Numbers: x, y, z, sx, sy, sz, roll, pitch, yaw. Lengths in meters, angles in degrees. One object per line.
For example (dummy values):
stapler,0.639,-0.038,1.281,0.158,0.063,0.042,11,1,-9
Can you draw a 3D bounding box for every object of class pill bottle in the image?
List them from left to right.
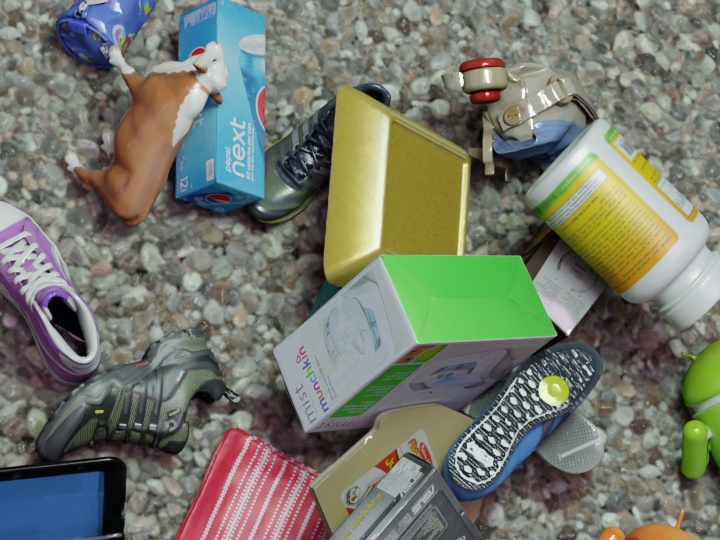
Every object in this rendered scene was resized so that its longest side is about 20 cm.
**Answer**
pill bottle,0.265,-0.040,1.694,0.200,0.111,0.111,44,71,0

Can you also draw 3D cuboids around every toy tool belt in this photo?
toy tool belt,0.167,-0.146,1.793,0.199,0.124,0.124,1,83,-59

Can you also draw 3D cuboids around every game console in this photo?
game console,-0.308,0.273,1.594,0.198,0.116,0.178,-4,77,-14

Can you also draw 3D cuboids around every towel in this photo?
towel,-0.073,0.258,1.705,0.199,0.022,0.145,29,72,-5

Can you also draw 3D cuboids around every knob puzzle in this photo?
knob puzzle,0.048,0.212,1.697,0.218,0.030,0.222,-12,111,-35

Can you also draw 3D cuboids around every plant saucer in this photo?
plant saucer,0.049,-0.064,1.742,0.199,0.048,0.202,23,66,-49

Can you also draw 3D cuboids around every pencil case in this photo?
pencil case,-0.235,-0.300,1.775,0.077,0.087,0.201,21,70,17

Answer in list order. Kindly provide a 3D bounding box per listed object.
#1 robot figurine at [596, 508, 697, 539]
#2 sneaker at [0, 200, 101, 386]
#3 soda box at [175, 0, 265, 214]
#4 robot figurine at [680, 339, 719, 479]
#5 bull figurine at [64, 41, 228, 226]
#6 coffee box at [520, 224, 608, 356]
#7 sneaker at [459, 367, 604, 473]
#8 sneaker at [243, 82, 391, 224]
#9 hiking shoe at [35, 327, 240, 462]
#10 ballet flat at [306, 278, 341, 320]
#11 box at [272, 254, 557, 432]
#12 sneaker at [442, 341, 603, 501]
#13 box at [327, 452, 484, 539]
robot figurine,0.277,0.334,1.721,0.144,0.117,0.200,37,70,20
sneaker,-0.303,0.008,1.665,0.072,0.114,0.201,-33,84,-17
soda box,-0.139,-0.165,1.755,0.068,0.064,0.202,18,65,-44
robot figurine,0.407,0.155,1.796,0.174,0.116,0.201,-26,83,-19
bull figurine,-0.207,-0.146,1.708,0.121,0.065,0.201,36,103,31
coffee box,0.223,-0.019,1.798,0.080,0.114,0.200,41,70,-1
sneaker,0.161,0.141,1.770,0.200,0.080,0.071,37,93,18
sneaker,-0.044,-0.127,1.778,0.074,0.081,0.200,44,71,1
hiking shoe,-0.212,0.138,1.673,0.199,0.076,0.101,-32,82,-20
ballet flat,0.000,0.000,1.772,0.069,0.069,0.202,21,76,-7
box,0.050,0.067,1.657,0.199,0.176,0.097,0,58,-45
sneaker,0.153,0.146,1.701,0.066,0.079,0.200,44,74,12
box,0.027,0.297,1.657,0.200,0.048,0.159,-47,129,-17
